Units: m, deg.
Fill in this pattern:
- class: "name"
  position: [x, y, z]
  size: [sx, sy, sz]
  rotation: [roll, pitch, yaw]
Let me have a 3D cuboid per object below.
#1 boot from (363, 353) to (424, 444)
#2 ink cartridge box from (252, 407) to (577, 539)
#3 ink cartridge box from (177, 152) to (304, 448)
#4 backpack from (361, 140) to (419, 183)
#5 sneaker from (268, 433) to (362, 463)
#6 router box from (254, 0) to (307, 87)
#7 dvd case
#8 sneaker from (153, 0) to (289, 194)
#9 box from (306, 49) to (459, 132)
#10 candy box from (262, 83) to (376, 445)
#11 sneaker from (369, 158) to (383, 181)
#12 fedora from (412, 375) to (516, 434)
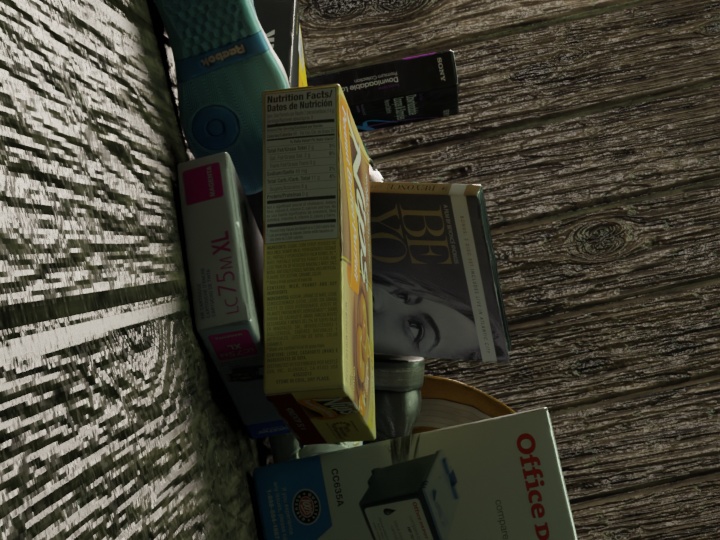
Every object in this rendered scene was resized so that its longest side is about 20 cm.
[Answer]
- class: "boot"
  position: [0.005, 0.146, 1.496]
  size: [0.200, 0.069, 0.176]
  rotation: [-165, -105, -78]
- class: "ink cartridge box"
  position: [0.042, 0.184, 1.288]
  size: [0.086, 0.198, 0.148]
  rotation: [71, 7, -72]
- class: "ink cartridge box"
  position: [-0.074, 0.027, 1.274]
  size: [0.200, 0.042, 0.120]
  rotation: [68, 11, -61]
- class: "backpack"
  position: [-0.009, -0.013, 1.710]
  size: [0.176, 0.152, 0.202]
  rotation: [102, -29, -85]
- class: "sneaker"
  position: [-0.029, 0.119, 1.390]
  size: [0.081, 0.076, 0.202]
  rotation: [-177, -105, -83]
- class: "router box"
  position: [-0.067, -0.086, 1.493]
  size: [0.150, 0.051, 0.201]
  rotation: [83, 5, -45]
- class: "dvd case"
  position: [0.000, 0.000, 1.387]
  size: [0.016, 0.198, 0.150]
  rotation: [-66, 151, -46]
- class: "sneaker"
  position: [-0.092, -0.161, 1.353]
  size: [0.131, 0.079, 0.202]
  rotation: [-92, 171, -70]
- class: "box"
  position: [-0.012, -0.145, 1.733]
  size: [0.143, 0.198, 0.036]
  rotation: [56, 22, -83]
- class: "candy box"
  position: [-0.026, -0.002, 1.254]
  size: [0.116, 0.055, 0.202]
  rotation: [66, 21, -67]
- class: "sneaker"
  position: [0.007, -0.039, 1.501]
  size: [0.077, 0.081, 0.202]
  rotation: [77, 5, -68]
- class: "fedora"
  position: [0.059, 0.174, 1.588]
  size: [0.082, 0.199, 0.202]
  rotation: [-60, 147, -43]
